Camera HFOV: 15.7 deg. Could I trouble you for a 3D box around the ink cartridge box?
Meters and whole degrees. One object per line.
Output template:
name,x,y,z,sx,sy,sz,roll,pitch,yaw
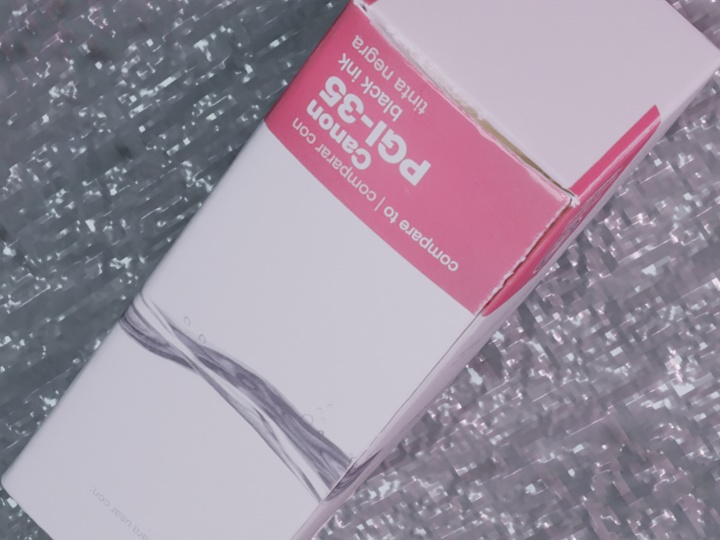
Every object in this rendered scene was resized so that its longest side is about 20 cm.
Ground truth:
ink cartridge box,0.000,0.000,0.762,0.083,0.146,0.200,42,121,4
